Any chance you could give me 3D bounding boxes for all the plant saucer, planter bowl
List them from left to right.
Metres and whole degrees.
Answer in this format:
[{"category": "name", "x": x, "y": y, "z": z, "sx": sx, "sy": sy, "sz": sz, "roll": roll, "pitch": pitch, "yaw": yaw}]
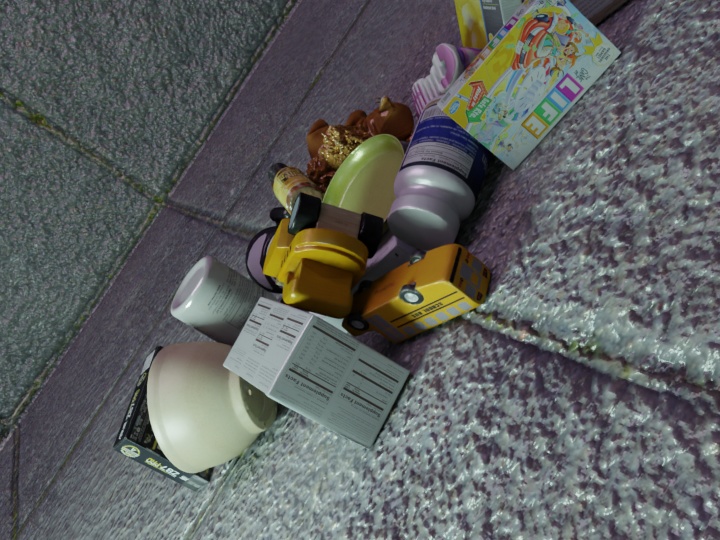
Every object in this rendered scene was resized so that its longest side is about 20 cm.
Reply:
[{"category": "planter bowl", "x": -0.210, "y": 0.196, "z": 1.266, "sx": 0.135, "sy": 0.200, "sz": 0.200, "roll": -14, "pitch": 38, "yaw": 19}, {"category": "plant saucer", "x": 0.009, "y": -0.109, "z": 1.252, "sx": 0.200, "sy": 0.031, "sz": 0.200, "roll": -35, "pitch": 42, "yaw": 39}]

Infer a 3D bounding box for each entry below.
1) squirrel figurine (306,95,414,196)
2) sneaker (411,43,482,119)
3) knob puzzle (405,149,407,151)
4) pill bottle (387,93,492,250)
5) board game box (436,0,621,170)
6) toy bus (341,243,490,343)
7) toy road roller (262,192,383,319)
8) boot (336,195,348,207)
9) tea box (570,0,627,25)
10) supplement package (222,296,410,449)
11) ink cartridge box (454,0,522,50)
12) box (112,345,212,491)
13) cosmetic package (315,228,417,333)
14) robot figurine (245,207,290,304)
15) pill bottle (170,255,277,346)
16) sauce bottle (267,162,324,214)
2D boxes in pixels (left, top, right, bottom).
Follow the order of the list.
[{"category": "squirrel figurine", "x": 0.003, "y": -0.211, "z": 1.423, "sx": 0.186, "sy": 0.142, "sz": 0.200, "roll": -24, "pitch": 18, "yaw": 32}, {"category": "sneaker", "x": 0.149, "y": -0.302, "z": 1.365, "sx": 0.081, "sy": 0.088, "sz": 0.200, "roll": 69, "pitch": 159, "yaw": 12}, {"category": "knob puzzle", "x": 0.102, "y": -0.184, "z": 1.333, "sx": 0.220, "sy": 0.030, "sz": 0.220, "roll": -44, "pitch": 12, "yaw": 12}, {"category": "pill bottle", "x": 0.112, "y": -0.134, "z": 1.141, "sx": 0.116, "sy": 0.116, "sz": 0.200, "roll": -22, "pitch": 40, "yaw": 53}, {"category": "board game box", "x": 0.214, "y": -0.246, "z": 1.067, "sx": 0.200, "sy": 0.134, "sz": 0.034, "roll": -49, "pitch": 23, "yaw": 16}, {"category": "toy bus", "x": 0.064, "y": 0.035, "z": 1.049, "sx": 0.200, "sy": 0.078, "sz": 0.065, "roll": -30, "pitch": 31, "yaw": 46}, {"category": "toy road roller", "x": -0.059, "y": 0.003, "z": 1.109, "sx": 0.200, "sy": 0.123, "sz": 0.146, "roll": 127, "pitch": 157, "yaw": -58}, {"category": "boot", "x": -0.044, "y": -0.082, "z": 1.349, "sx": 0.200, "sy": 0.074, "sz": 0.075, "roll": -46, "pitch": -5, "yaw": -25}, {"category": "tea box", "x": 0.328, "y": -0.463, "z": 1.141, "sx": 0.200, "sy": 0.134, "sz": 0.197, "roll": -33, "pitch": 30, "yaw": 43}, {"category": "supplement package", "x": -0.062, "y": 0.127, "z": 1.071, "sx": 0.111, "sy": 0.156, "sz": 0.200, "roll": -61, "pitch": 23, "yaw": -8}, {"category": "ink cartridge box", "x": 0.194, "y": -0.420, "z": 1.290, "sx": 0.047, "sy": 0.200, "sz": 0.198, "roll": -20, "pitch": 22, "yaw": -6}, {"category": "box", "x": -0.309, "y": 0.245, "z": 1.397, "sx": 0.049, "sy": 0.161, "sz": 0.200, "roll": -40, "pitch": 28, "yaw": 34}, {"category": "cosmetic package", "x": 0.000, "y": 0.000, "z": 1.263, "sx": 0.200, "sy": 0.052, "sz": 0.151, "roll": -45, "pitch": 23, "yaw": 24}, {"category": "robot figurine", "x": -0.129, "y": -0.020, "z": 1.449, "sx": 0.125, "sy": 0.150, "sz": 0.200, "roll": -48, "pitch": 19, "yaw": -18}, {"category": "pill bottle", "x": -0.197, "y": 0.073, "z": 1.360, "sx": 0.114, "sy": 0.200, "sz": 0.114, "roll": -44, "pitch": 25, "yaw": 26}, {"category": "sauce bottle", "x": -0.117, "y": -0.140, "z": 1.407, "sx": 0.066, "sy": 0.066, "sz": 0.200, "roll": -53, "pitch": 29, "yaw": 4}]
